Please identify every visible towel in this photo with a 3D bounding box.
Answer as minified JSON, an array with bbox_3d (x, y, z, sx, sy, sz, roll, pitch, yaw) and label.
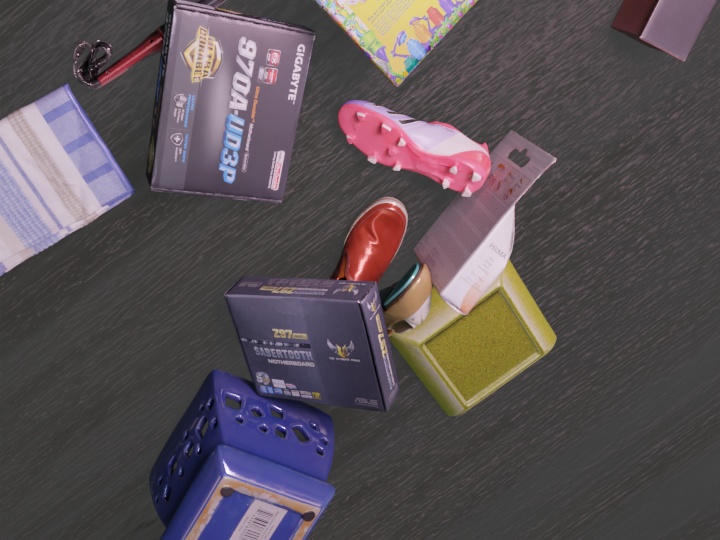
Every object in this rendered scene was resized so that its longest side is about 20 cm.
[{"bbox_3d":[-0.374,-0.098,0.878,0.198,0.024,0.148,-30,115,-1],"label":"towel"}]

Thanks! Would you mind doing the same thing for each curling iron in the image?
[{"bbox_3d":[-0.223,-0.256,0.839,0.197,0.026,0.050,-27,120,0],"label":"curling iron"}]

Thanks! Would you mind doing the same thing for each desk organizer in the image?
[{"bbox_3d":[0.381,-0.360,0.907,0.071,0.077,0.203,17,109,-20],"label":"desk organizer"}]

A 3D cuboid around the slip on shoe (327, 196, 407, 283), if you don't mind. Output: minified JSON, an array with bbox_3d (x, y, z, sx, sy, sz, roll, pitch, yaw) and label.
[{"bbox_3d":[0.000,0.000,0.992,0.073,0.061,0.202,28,104,-21],"label":"slip on shoe"}]

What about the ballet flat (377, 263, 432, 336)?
[{"bbox_3d":[0.054,0.041,0.960,0.063,0.200,0.069,39,69,-6],"label":"ballet flat"}]

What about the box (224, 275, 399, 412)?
[{"bbox_3d":[-0.059,0.088,0.964,0.197,0.051,0.160,2,120,27],"label":"box"}]

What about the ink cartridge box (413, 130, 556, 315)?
[{"bbox_3d":[0.154,-0.062,0.943,0.050,0.163,0.200,37,101,-20],"label":"ink cartridge box"}]

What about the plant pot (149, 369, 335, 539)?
[{"bbox_3d":[-0.151,0.281,1.018,0.198,0.180,0.202,26,106,-22],"label":"plant pot"}]

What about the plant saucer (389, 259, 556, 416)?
[{"bbox_3d":[0.162,0.098,1.082,0.199,0.048,0.201,-35,117,5],"label":"plant saucer"}]

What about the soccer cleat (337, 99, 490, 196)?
[{"bbox_3d":[0.066,-0.157,0.941,0.197,0.077,0.067,23,138,-6],"label":"soccer cleat"}]

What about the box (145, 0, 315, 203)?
[{"bbox_3d":[-0.147,-0.182,0.868,0.156,0.046,0.203,4,114,-26],"label":"box"}]

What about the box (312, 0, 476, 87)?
[{"bbox_3d":[0.031,-0.342,0.807,0.200,0.122,0.192,-44,116,9],"label":"box"}]
